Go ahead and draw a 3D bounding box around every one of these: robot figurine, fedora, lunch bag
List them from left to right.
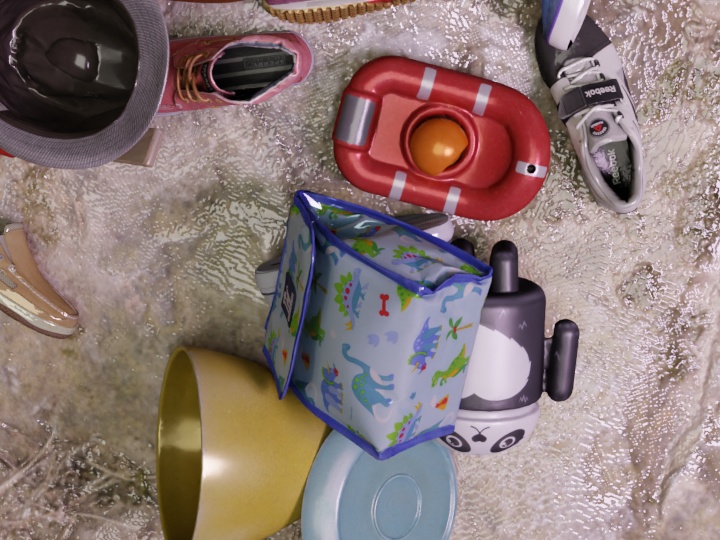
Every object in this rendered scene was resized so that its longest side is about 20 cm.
[{"bbox_3d":[-0.235,-0.174,0.992,0.200,0.090,0.177,9,98,12],"label":"fedora"},{"bbox_3d":[-0.004,0.041,1.051,0.200,0.127,0.170,32,119,37],"label":"lunch bag"},{"bbox_3d":[0.111,0.073,1.118,0.150,0.125,0.200,14,107,46],"label":"robot figurine"}]

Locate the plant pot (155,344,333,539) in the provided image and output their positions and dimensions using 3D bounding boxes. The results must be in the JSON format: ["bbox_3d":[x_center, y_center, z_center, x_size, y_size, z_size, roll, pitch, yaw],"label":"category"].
[{"bbox_3d":[-0.105,0.172,1.135,0.142,0.200,0.200,2,103,-21],"label":"plant pot"}]

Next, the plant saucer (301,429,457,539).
[{"bbox_3d":[0.028,0.224,1.137,0.027,0.200,0.200,3,107,47],"label":"plant saucer"}]

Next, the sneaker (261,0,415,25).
[{"bbox_3d":[0.004,-0.283,1.082,0.200,0.075,0.090,-12,93,-1],"label":"sneaker"}]

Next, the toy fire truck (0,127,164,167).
[{"bbox_3d":[-0.264,-0.175,1.090,0.200,0.129,0.176,18,102,-5],"label":"toy fire truck"}]

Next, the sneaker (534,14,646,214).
[{"bbox_3d":[0.217,-0.146,1.086,0.074,0.089,0.200,-23,98,9],"label":"sneaker"}]

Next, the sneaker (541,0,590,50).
[{"bbox_3d":[0.141,-0.305,1.053,0.146,0.081,0.200,13,97,11],"label":"sneaker"}]

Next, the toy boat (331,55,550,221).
[{"bbox_3d":[0.073,-0.114,1.078,0.200,0.131,0.131,15,103,0],"label":"toy boat"}]

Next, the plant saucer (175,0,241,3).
[{"bbox_3d":[-0.168,-0.263,1.024,0.200,0.200,0.037,5,91,2],"label":"plant saucer"}]

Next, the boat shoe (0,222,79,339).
[{"bbox_3d":[-0.349,-0.014,1.160,0.200,0.072,0.076,36,90,-4],"label":"boat shoe"}]

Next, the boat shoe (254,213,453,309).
[{"bbox_3d":[0.000,0.000,1.144,0.200,0.074,0.067,-14,109,18],"label":"boat shoe"}]

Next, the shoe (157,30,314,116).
[{"bbox_3d":[-0.144,-0.182,1.096,0.200,0.091,0.072,-8,101,6],"label":"shoe"}]
